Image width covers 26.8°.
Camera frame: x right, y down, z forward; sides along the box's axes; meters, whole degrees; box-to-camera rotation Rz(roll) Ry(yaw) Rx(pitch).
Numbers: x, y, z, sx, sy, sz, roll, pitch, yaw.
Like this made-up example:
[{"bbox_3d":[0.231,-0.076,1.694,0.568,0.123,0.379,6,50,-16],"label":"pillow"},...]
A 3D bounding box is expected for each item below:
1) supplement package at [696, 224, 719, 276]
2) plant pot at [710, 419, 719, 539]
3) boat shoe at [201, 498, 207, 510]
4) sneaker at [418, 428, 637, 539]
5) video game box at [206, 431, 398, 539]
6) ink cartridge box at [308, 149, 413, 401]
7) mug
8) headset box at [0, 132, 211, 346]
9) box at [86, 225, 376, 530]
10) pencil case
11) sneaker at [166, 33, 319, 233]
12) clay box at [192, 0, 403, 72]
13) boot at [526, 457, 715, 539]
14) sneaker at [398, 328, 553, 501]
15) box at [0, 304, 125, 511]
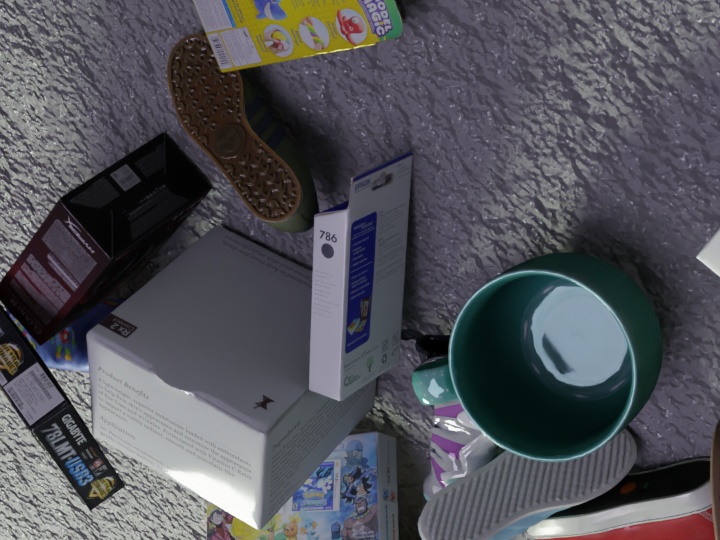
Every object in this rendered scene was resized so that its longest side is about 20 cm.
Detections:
[{"bbox_3d":[0.333,-0.059,0.991,0.114,0.109,0.200,40,136,8],"label":"supplement package"},{"bbox_3d":[0.365,0.197,1.110,0.173,0.200,0.201,-10,114,24],"label":"plant pot"},{"bbox_3d":[-0.149,0.188,1.559,0.067,0.057,0.201,-32,85,8],"label":"boat shoe"},{"bbox_3d":[0.139,0.186,1.297,0.082,0.199,0.074,89,160,-74],"label":"sneaker"},{"bbox_3d":[-0.058,0.256,1.441,0.199,0.047,0.184,-10,73,28],"label":"video game box"},{"bbox_3d":[0.000,0.000,1.273,0.039,0.099,0.201,17,115,29],"label":"ink cartridge box"},{"bbox_3d":[0.147,0.057,1.197,0.184,0.114,0.153,21,109,22],"label":"mug"},{"bbox_3d":[-0.251,-0.024,1.441,0.075,0.149,0.200,48,136,1],"label":"headset box"},{"bbox_3d":[-0.112,0.092,1.379,0.198,0.200,0.131,26,134,21],"label":"box"},{"bbox_3d":[-0.282,0.063,1.579,0.199,0.078,0.088,4,97,37],"label":"pencil case"},{"bbox_3d":[-0.098,-0.110,1.318,0.067,0.090,0.201,-36,67,7],"label":"sneaker"},{"bbox_3d":[-0.050,-0.231,1.212,0.199,0.048,0.116,-3,117,39],"label":"clay box"},{"bbox_3d":[0.246,0.246,1.306,0.199,0.072,0.145,-14,112,39],"label":"boot"},{"bbox_3d":[0.079,0.110,1.340,0.140,0.078,0.200,42,127,7],"label":"sneaker"},{"bbox_3d":[-0.316,0.111,1.450,0.199,0.050,0.200,50,167,29],"label":"box"}]
